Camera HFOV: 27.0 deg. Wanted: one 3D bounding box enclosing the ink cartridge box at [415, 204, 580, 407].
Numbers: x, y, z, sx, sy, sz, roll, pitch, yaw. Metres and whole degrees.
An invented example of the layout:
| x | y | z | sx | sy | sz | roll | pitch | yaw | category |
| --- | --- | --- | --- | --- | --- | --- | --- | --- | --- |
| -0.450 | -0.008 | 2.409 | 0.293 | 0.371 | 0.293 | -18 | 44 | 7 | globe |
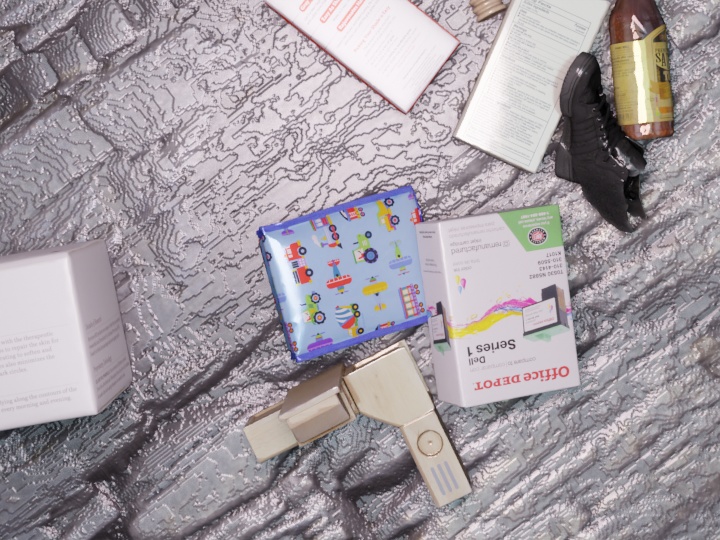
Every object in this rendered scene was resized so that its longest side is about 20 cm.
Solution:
| x | y | z | sx | sy | sz | roll | pitch | yaw | category |
| --- | --- | --- | --- | --- | --- | --- | --- | --- | --- |
| 0.150 | 0.037 | 1.629 | 0.143 | 0.084 | 0.203 | -9 | 94 | -16 | ink cartridge box |

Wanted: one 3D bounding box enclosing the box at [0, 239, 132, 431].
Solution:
| x | y | z | sx | sy | sz | roll | pitch | yaw | category |
| --- | --- | --- | --- | --- | --- | --- | --- | --- | --- |
| -0.369 | 0.071 | 1.607 | 0.196 | 0.200 | 0.174 | -10 | 96 | 3 | box |

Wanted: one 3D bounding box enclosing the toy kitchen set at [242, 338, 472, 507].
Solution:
| x | y | z | sx | sy | sz | roll | pitch | yaw | category |
| --- | --- | --- | --- | --- | --- | --- | --- | --- | --- |
| -0.004 | 0.202 | 1.623 | 0.198 | 0.163 | 0.182 | -26 | 93 | 4 | toy kitchen set |

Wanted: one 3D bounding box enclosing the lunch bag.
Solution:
| x | y | z | sx | sy | sz | roll | pitch | yaw | category |
| --- | --- | --- | --- | --- | --- | --- | --- | --- | --- |
| 0.000 | 0.000 | 1.654 | 0.198 | 0.094 | 0.152 | -16 | 91 | -7 | lunch bag |

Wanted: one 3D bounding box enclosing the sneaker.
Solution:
| x | y | z | sx | sy | sz | roll | pitch | yaw | category |
| --- | --- | --- | --- | --- | --- | --- | --- | --- | --- |
| 0.265 | -0.136 | 1.606 | 0.103 | 0.201 | 0.060 | 26 | 51 | 24 | sneaker |

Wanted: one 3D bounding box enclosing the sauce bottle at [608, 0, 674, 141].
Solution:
| x | y | z | sx | sy | sz | roll | pitch | yaw | category |
| --- | --- | --- | --- | --- | --- | --- | --- | --- | --- |
| 0.302 | -0.242 | 1.631 | 0.065 | 0.066 | 0.203 | -6 | 96 | 2 | sauce bottle |

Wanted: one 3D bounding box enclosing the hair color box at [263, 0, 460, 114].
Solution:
| x | y | z | sx | sy | sz | roll | pitch | yaw | category |
| --- | --- | --- | --- | --- | --- | --- | --- | --- | --- |
| 0.002 | -0.271 | 1.640 | 0.199 | 0.061 | 0.102 | 39 | 94 | -2 | hair color box |

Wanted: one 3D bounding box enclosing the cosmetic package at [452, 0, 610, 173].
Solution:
| x | y | z | sx | sy | sz | roll | pitch | yaw | category |
| --- | --- | --- | --- | --- | --- | --- | --- | --- | --- |
| 0.184 | -0.217 | 1.633 | 0.104 | 0.071 | 0.202 | 25 | 94 | 0 | cosmetic package |

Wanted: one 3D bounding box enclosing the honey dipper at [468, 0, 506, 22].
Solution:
| x | y | z | sx | sy | sz | roll | pitch | yaw | category |
| --- | --- | --- | --- | --- | --- | --- | --- | --- | --- |
| 0.104 | -0.371 | 1.645 | 0.038 | 0.038 | 0.202 | -24 | 89 | 3 | honey dipper |
